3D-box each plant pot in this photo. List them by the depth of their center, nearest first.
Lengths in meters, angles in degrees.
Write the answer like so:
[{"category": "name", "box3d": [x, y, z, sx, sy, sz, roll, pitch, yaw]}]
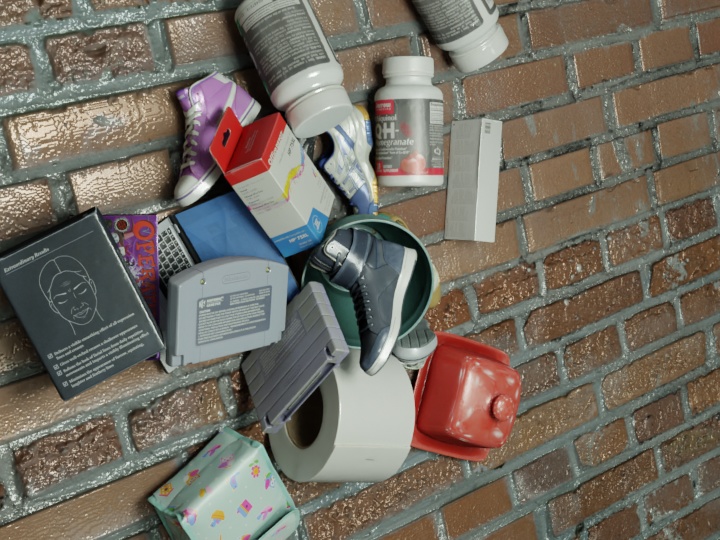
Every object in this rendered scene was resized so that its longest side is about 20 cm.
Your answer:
[{"category": "plant pot", "box3d": [0.000, 0.000, 1.703, 0.198, 0.134, 0.202, -4, 110, -10]}]

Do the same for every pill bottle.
[{"category": "pill bottle", "box3d": [-0.093, -0.301, 1.615, 0.112, 0.113, 0.201, -18, 78, -32]}, {"category": "pill bottle", "box3d": [0.077, -0.234, 1.780, 0.110, 0.110, 0.202, -3, 95, -34]}, {"category": "pill bottle", "box3d": [0.151, -0.428, 1.808, 0.113, 0.113, 0.201, -45, 116, -24]}]

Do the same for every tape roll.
[{"category": "tape roll", "box3d": [-0.031, 0.215, 1.681, 0.138, 0.202, 0.205, 8, 89, -35]}]

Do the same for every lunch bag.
[{"category": "lunch bag", "box3d": [-0.186, 0.362, 1.633, 0.170, 0.121, 0.201, -41, 122, -28]}]

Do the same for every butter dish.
[{"category": "butter dish", "box3d": [0.196, 0.218, 1.870, 0.199, 0.147, 0.201, 19, 82, -34]}]

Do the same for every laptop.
[{"category": "laptop", "box3d": [-0.220, 0.015, 1.585, 0.200, 0.115, 0.188, -41, 114, -32]}]

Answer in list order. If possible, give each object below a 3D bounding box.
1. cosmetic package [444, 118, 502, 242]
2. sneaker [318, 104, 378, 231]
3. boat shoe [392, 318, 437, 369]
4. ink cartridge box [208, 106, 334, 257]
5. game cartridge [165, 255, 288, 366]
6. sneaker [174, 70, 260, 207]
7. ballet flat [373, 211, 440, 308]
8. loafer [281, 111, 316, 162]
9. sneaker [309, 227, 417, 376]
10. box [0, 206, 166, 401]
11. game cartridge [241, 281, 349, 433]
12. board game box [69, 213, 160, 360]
[{"category": "cosmetic package", "box3d": [0.189, -0.150, 1.882, 0.050, 0.082, 0.202, 3, 92, -37]}, {"category": "sneaker", "box3d": [-0.022, -0.155, 1.753, 0.087, 0.075, 0.202, -10, 105, -8]}, {"category": "boat shoe", "box3d": [0.086, 0.125, 1.773, 0.073, 0.200, 0.067, 3, 101, 7]}, {"category": "ink cartridge box", "box3d": [-0.121, -0.134, 1.572, 0.200, 0.067, 0.117, 55, 30, -31]}, {"category": "game cartridge", "box3d": [-0.181, 0.049, 1.534, 0.199, 0.041, 0.134, -10, 106, -47]}, {"category": "sneaker", "box3d": [-0.235, -0.194, 1.596, 0.114, 0.072, 0.201, 40, 61, -26]}, {"category": "ballet flat", "box3d": [0.083, -0.011, 1.828, 0.069, 0.063, 0.200, -51, 119, -23]}, {"category": "loafer", "box3d": [-0.100, -0.179, 1.691, 0.070, 0.068, 0.202, 30, 81, -40]}, {"category": "sneaker", "box3d": [-0.011, 0.035, 1.563, 0.145, 0.077, 0.204, 23, 60, -18]}, {"category": "box", "box3d": [-0.363, 0.040, 1.458, 0.148, 0.107, 0.201, -27, 103, -8]}, {"category": "game cartridge", "box3d": [-0.097, 0.125, 1.614, 0.038, 0.200, 0.130, 14, 41, -36]}, {"category": "board game box", "box3d": [-0.334, 0.024, 1.532, 0.119, 0.032, 0.202, -3, 97, -15]}]
